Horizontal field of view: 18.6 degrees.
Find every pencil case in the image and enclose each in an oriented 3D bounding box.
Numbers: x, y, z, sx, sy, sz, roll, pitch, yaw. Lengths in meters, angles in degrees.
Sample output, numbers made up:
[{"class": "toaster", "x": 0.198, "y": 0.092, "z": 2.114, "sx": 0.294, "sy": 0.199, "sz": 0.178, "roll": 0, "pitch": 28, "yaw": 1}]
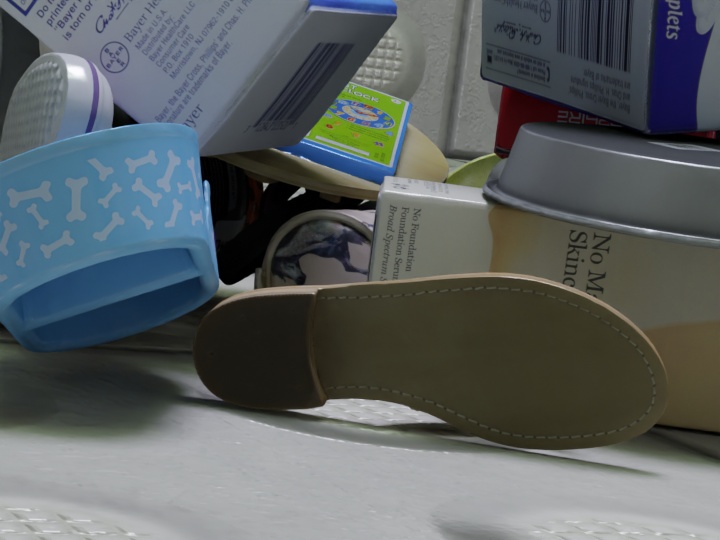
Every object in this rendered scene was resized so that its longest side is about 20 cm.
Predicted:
[{"class": "pencil case", "x": 0.000, "y": 0.000, "z": 1.259, "sx": 0.089, "sy": 0.078, "sz": 0.200, "roll": -11, "pitch": 2, "yaw": 14}]

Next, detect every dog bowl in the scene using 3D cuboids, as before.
[{"class": "dog bowl", "x": -0.115, "y": -0.009, "z": 0.965, "sx": 0.111, "sy": 0.050, "sz": 0.200, "roll": -18, "pitch": -10, "yaw": -4}]

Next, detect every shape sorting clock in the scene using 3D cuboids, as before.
[{"class": "shape sorting clock", "x": -0.044, "y": -0.085, "z": 1.298, "sx": 0.200, "sy": 0.039, "sz": 0.200, "roll": 16, "pitch": 24, "yaw": -7}]

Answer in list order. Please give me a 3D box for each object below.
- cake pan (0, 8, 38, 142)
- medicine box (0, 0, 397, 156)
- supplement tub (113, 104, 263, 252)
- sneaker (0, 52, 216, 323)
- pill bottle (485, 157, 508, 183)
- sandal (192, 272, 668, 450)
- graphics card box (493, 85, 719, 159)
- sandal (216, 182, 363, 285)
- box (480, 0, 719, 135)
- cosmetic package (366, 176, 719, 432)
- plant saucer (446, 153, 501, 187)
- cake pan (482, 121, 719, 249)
[{"class": "cake pan", "x": -0.238, "y": -0.087, "z": 1.201, "sx": 0.037, "sy": 0.200, "sz": 0.200, "roll": 15, "pitch": 0, "yaw": -39}, {"class": "medicine box", "x": -0.103, "y": -0.159, "z": 1.141, "sx": 0.200, "sy": 0.103, "sz": 0.182, "roll": 41, "pitch": 14, "yaw": 8}, {"class": "supplement tub", "x": -0.150, "y": -0.047, "z": 1.302, "sx": 0.122, "sy": 0.123, "sz": 0.200, "roll": 11, "pitch": 7, "yaw": 31}, {"class": "sneaker", "x": -0.121, "y": -0.039, "z": 1.090, "sx": 0.114, "sy": 0.073, "sz": 0.200, "roll": 2, "pitch": -29, "yaw": -17}, {"class": "pill bottle", "x": 0.167, "y": 0.004, "z": 1.248, "sx": 0.200, "sy": 0.116, "sz": 0.116, "roll": 7, "pitch": 6, "yaw": -6}, {"class": "sandal", "x": 0.034, "y": 0.032, "z": 1.002, "sx": 0.212, "sy": 0.078, "sz": 0.070, "roll": 3, "pitch": 11, "yaw": 8}, {"class": "graphics card box", "x": 0.162, "y": -0.074, "z": 1.346, "sx": 0.125, "sy": 0.051, "sz": 0.200, "roll": 6, "pitch": -5, "yaw": 15}, {"class": "sandal", "x": -0.034, "y": -0.047, "z": 1.334, "sx": 0.048, "sy": 0.075, "sz": 0.200, "roll": 51, "pitch": 28, "yaw": 4}, {"class": "box", "x": 0.194, "y": -0.144, "z": 1.206, "sx": 0.200, "sy": 0.105, "sz": 0.184, "roll": -6, "pitch": 16, "yaw": -25}, {"class": "cosmetic package", "x": 0.102, "y": 0.017, "z": 1.109, "sx": 0.200, "sy": 0.105, "sz": 0.071, "roll": 6, "pitch": 8, "yaw": 1}, {"class": "plant saucer", "x": 0.139, "y": -0.013, "z": 1.432, "sx": 0.200, "sy": 0.031, "sz": 0.200, "roll": 5, "pitch": 36, "yaw": -4}, {"class": "cake pan", "x": 0.161, "y": -0.043, "z": 1.086, "sx": 0.200, "sy": 0.037, "sz": 0.200, "roll": 7, "pitch": 9, "yaw": -1}]
